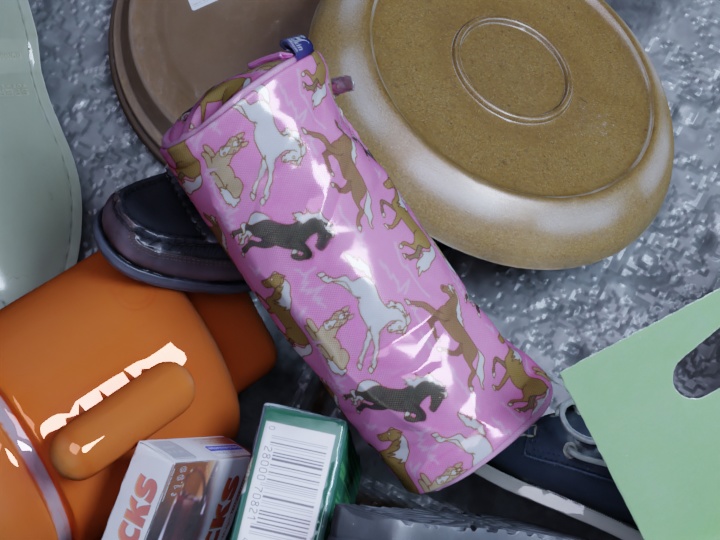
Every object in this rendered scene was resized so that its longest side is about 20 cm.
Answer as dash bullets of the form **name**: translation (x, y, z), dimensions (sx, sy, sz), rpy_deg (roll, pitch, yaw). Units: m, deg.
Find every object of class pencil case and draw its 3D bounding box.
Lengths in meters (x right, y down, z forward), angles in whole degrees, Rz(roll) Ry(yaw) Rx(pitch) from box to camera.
- **pencil case**: translation (0.000, 0.000, 0.723), dimensions (0.086, 0.083, 0.201), rpy_deg (-34, 99, 2)

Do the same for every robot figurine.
- **robot figurine**: translation (-0.136, 0.067, 0.782), dimensions (0.199, 0.117, 0.144), rpy_deg (-33, 51, -25)

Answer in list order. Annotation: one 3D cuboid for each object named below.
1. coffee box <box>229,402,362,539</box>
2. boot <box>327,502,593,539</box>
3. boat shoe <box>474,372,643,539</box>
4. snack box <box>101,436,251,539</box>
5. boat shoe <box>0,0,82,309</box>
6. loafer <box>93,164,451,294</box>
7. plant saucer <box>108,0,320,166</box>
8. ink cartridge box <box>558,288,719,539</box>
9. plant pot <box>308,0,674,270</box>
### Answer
- **coffee box**: translation (-0.042, 0.170, 0.753), dimensions (0.043, 0.123, 0.203), rpy_deg (11, 76, 6)
- **boot**: translation (0.034, 0.208, 0.723), dimensions (0.163, 0.065, 0.203), rpy_deg (12, 86, -38)
- **boat shoe**: translation (0.116, 0.089, 0.766), dimensions (0.199, 0.075, 0.063), rpy_deg (22, 96, 37)
- **snack box**: translation (-0.107, 0.171, 0.748), dimensions (0.024, 0.072, 0.202), rpy_deg (25, 98, 25)
- **boat shoe**: translation (-0.194, -0.064, 0.869), dimensions (0.071, 0.060, 0.204), rpy_deg (-1, 73, -37)
- **loafer**: translation (-0.030, -0.036, 0.793), dimensions (0.198, 0.063, 0.072), rpy_deg (-3, 48, -36)
- **plant saucer**: translation (-0.039, -0.132, 0.893), dimensions (0.197, 0.030, 0.203), rpy_deg (-1, 73, 5)
- **ink cartridge box**: translation (0.185, 0.098, 0.662), dimensions (0.144, 0.048, 0.201), rpy_deg (-27, 111, 5)
- **plant pot**: translation (0.071, -0.093, 0.826), dimensions (0.198, 0.028, 0.202), rpy_deg (12, 55, -17)
